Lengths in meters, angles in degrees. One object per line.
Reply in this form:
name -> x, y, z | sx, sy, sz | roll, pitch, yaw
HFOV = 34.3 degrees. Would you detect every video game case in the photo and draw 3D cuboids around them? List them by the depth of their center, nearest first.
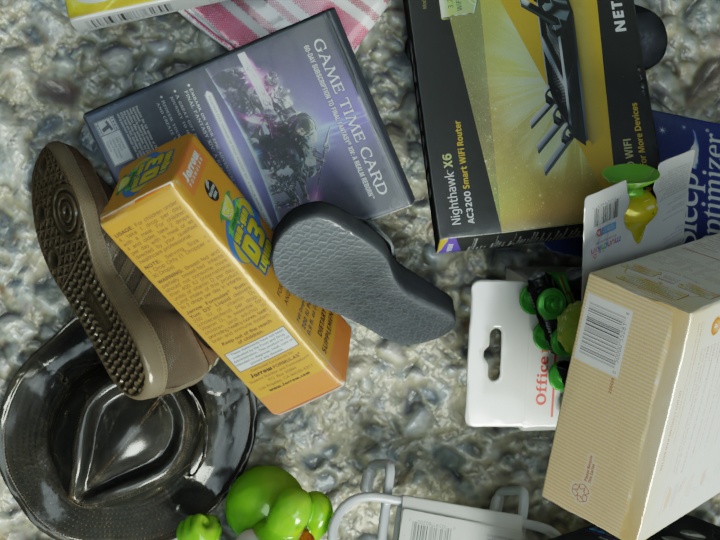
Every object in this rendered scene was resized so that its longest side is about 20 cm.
video game case -> -0.079, -0.079, 0.814 | 0.199, 0.019, 0.143 | -19, 106, 19

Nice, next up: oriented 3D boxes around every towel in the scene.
towel -> -0.034, -0.237, 0.833 | 0.146, 0.030, 0.200 | 35, 93, -11

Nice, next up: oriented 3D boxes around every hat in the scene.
hat -> -0.171, 0.125, 0.845 | 0.200, 0.081, 0.202 | -1, 100, -7

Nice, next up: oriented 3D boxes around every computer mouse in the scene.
computer mouse -> 0.132, -0.166, 0.862 | 0.199, 0.034, 0.059 | -6, 100, -5

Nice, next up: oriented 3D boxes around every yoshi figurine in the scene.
yoshi figurine -> -0.089, 0.228, 0.875 | 0.112, 0.112, 0.200 | 38, 108, 17

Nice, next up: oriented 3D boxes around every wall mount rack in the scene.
wall mount rack -> 0.054, 0.237, 0.866 | 0.199, 0.075, 0.175 | 14, 74, -18

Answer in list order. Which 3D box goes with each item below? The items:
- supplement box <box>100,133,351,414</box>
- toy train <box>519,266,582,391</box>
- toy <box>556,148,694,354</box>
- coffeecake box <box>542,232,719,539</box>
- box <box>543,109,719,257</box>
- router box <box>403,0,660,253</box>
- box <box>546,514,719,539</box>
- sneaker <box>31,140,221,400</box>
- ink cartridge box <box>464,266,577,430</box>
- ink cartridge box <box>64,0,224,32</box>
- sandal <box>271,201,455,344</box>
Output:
supplement box -> -0.087, 0.006, 0.803 | 0.069, 0.067, 0.200 | -27, 121, 24
toy train -> 0.171, 0.087, 0.834 | 0.056, 0.042, 0.201 | -24, 101, -14
toy -> 0.164, 0.024, 0.769 | 0.115, 0.047, 0.201 | -23, 126, -37
coffeecake box -> 0.216, 0.066, 0.752 | 0.200, 0.073, 0.154 | -13, 119, -44
box -> 0.237, -0.055, 0.860 | 0.199, 0.032, 0.122 | 10, 68, -4
router box -> 0.118, -0.121, 0.815 | 0.156, 0.052, 0.201 | -7, 80, 0
box -> 0.202, 0.257, 0.847 | 0.200, 0.106, 0.123 | -2, 103, -48
sneaker -> -0.168, -0.002, 0.828 | 0.075, 0.070, 0.201 | -11, 70, -45
ink cartridge box -> 0.172, 0.057, 0.883 | 0.199, 0.067, 0.117 | 1, 98, -9
ink cartridge box -> -0.118, -0.281, 0.788 | 0.197, 0.047, 0.201 | -12, 93, 0
sandal -> 0.000, 0.000, 0.819 | 0.076, 0.200, 0.043 | -19, 60, 21
